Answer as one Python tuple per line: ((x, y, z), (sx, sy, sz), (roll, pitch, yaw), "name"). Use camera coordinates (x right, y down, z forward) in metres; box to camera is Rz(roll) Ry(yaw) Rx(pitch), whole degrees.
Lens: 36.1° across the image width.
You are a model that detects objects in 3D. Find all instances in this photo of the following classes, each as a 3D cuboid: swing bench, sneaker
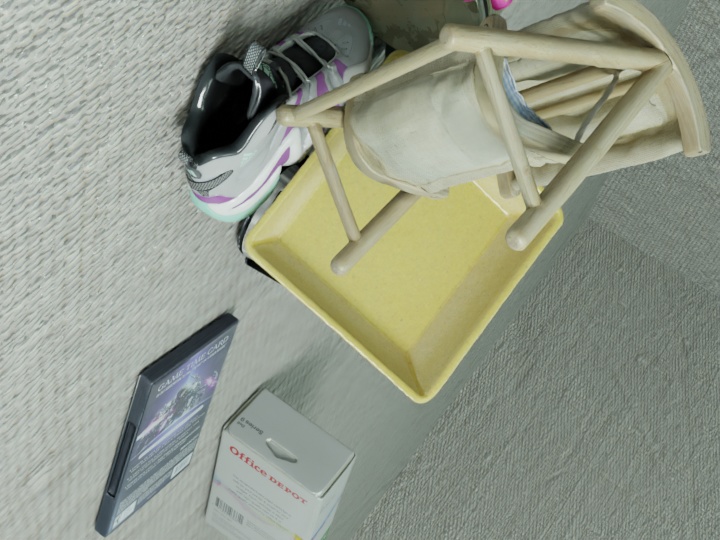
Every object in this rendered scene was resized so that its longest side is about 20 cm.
((0.087, -0.096, 0.738), (0.198, 0.132, 0.198), (-25, -172, -35), "swing bench")
((-0.059, -0.137, 0.798), (0.201, 0.077, 0.140), (-56, 166, -14), "sneaker")

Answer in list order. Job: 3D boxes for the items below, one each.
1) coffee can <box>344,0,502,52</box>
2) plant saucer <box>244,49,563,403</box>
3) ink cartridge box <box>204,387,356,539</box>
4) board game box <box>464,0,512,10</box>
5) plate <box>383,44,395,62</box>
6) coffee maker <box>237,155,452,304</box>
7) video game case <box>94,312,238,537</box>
((0.084, -0.282, 0.849), (0.201, 0.145, 0.147), (-53, 165, -21), "coffee can")
((0.033, -0.033, 0.878), (0.201, 0.200, 0.048), (-52, -163, -10), "plant saucer")
((-0.100, 0.262, 1.335), (0.088, 0.144, 0.202), (-46, 161, -40), "ink cartridge box")
((0.060, -0.255, 0.717), (0.201, 0.198, 0.026), (-51, 145, -25), "board game box")
((0.072, -0.237, 0.987), (0.200, 0.025, 0.202), (-47, -156, 28), "plate")
((0.000, 0.000, 1.032), (0.135, 0.199, 0.193), (-52, 164, -15), "coffee maker")
((-0.187, 0.149, 1.069), (0.143, 0.019, 0.202), (-38, 154, -55), "video game case")
